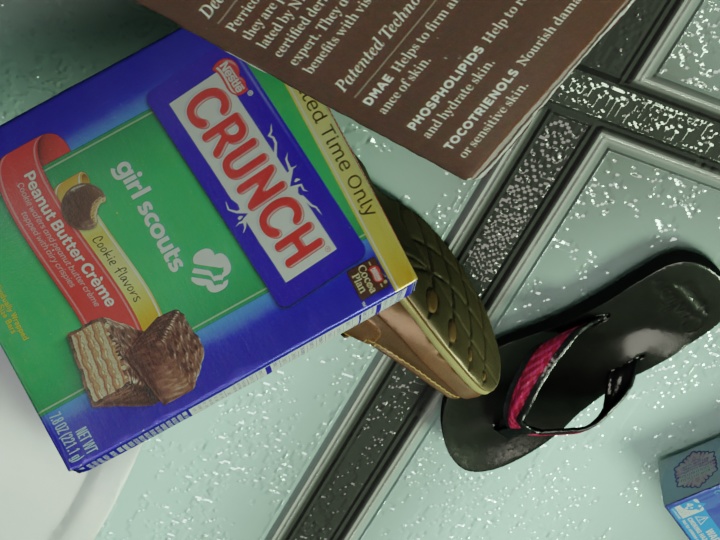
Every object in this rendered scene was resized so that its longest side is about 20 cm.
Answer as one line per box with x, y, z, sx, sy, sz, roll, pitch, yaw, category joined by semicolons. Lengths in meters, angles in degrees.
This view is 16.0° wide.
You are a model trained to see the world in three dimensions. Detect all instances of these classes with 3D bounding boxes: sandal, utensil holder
0.122;0.058;1.458;0.200;0.045;0.075;-35;122;26;sandal
-0.227;0.054;1.378;0.199;0.170;0.170;25;126;-17;utensil holder

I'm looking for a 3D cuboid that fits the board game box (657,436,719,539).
0.312;0.152;1.541;0.199;0.041;0.200;-25;126;20;board game box

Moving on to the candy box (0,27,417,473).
-0.095;-0.018;1.283;0.199;0.077;0.170;-29;88;-5;candy box

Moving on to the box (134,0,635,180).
0.016;-0.183;1.172;0.199;0.166;0.164;27;126;-21;box

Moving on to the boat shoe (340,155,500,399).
0.000;0.000;1.396;0.067;0.072;0.200;-30;118;29;boat shoe
